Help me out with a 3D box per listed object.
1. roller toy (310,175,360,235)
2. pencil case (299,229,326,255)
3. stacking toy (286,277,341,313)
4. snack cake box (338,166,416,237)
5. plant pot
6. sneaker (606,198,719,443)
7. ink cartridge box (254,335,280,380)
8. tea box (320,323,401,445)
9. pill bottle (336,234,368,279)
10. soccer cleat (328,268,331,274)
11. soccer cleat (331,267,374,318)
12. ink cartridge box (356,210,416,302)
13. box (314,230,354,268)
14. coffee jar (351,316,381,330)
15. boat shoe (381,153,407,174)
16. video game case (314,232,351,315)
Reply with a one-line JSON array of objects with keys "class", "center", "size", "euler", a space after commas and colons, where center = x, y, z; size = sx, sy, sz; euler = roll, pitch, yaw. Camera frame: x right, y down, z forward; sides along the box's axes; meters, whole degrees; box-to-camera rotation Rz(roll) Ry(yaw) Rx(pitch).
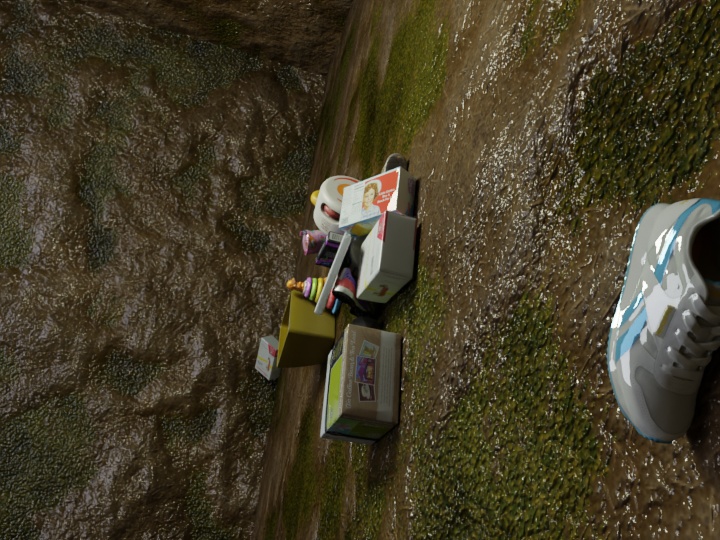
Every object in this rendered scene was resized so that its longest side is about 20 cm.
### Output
[{"class": "roller toy", "center": [-0.052, -0.186, 1.899], "size": [0.185, 0.194, 0.142], "euler": [-100, 24, -46]}, {"class": "pencil case", "center": [-0.096, -0.099, 1.996], "size": [0.087, 0.194, 0.090], "euler": [175, 90, -72]}, {"class": "stacking toy", "center": [-0.163, 0.066, 2.151], "size": [0.110, 0.194, 0.119], "euler": [-112, 35, -68]}, {"class": "snack cake box", "center": [0.040, -0.166, 1.527], "size": [0.197, 0.066, 0.118], "euler": [-13, 60, 43]}, {"class": "plant pot", "center": [-0.188, 0.221, 2.185], "size": [0.203, 0.172, 0.203], "euler": [-92, 19, -48]}, {"class": "sneaker", "center": [0.262, 0.040, 0.506], "size": [0.081, 0.074, 0.206], "euler": [173, 106, -75]}, {"class": "ink cartridge box", "center": [-0.514, 0.498, 3.509], "size": [0.144, 0.082, 0.205], "euler": [31, 115, 36]}, {"class": "tea box", "center": [0.000, 0.260, 1.379], "size": [0.198, 0.130, 0.205], "euler": [120, 158, -58]}, {"class": "pill bottle", "center": [0.000, 0.000, 1.664], "size": [0.201, 0.111, 0.116], "euler": [121, 157, -57]}, {"class": "soccer cleat", "center": [-0.061, 0.048, 1.965], "size": [0.201, 0.083, 0.070], "euler": [-104, 28, -64]}, {"class": "soccer cleat", "center": [-0.007, 0.067, 1.579], "size": [0.200, 0.067, 0.075], "euler": [47, -123, -52]}, {"class": "ink cartridge box", "center": [0.058, -0.026, 1.449], "size": [0.200, 0.081, 0.149], "euler": [130, 149, -65]}, {"class": "box", "center": [-0.053, -0.051, 1.889], "size": [0.200, 0.139, 0.037], "euler": [127, 154, -63]}, {"class": "coffee jar", "center": [-0.009, 0.208, 1.580], "size": [0.202, 0.083, 0.106], "euler": [116, 163, -49]}, {"class": "boat shoe", "center": [0.073, -0.207, 1.633], "size": [0.072, 0.074, 0.205], "euler": [-150, 80, -81]}, {"class": "video game case", "center": [-0.068, 0.004, 1.581], "size": [0.182, 0.022, 0.204], "euler": [-93, 25, -84]}]
